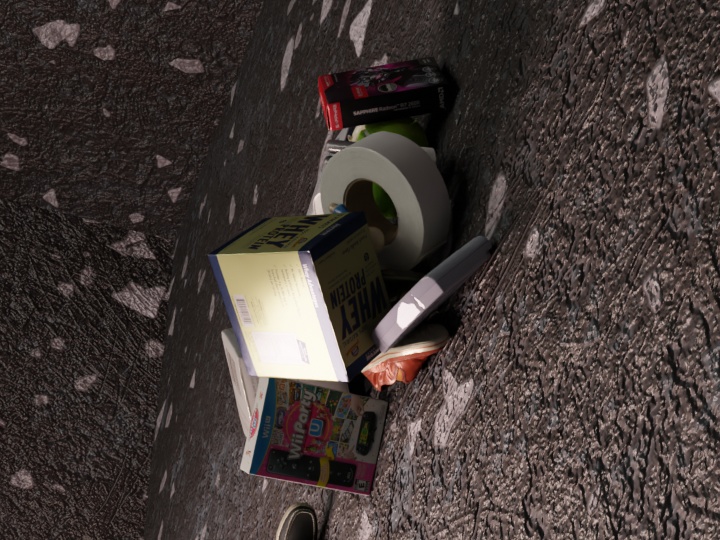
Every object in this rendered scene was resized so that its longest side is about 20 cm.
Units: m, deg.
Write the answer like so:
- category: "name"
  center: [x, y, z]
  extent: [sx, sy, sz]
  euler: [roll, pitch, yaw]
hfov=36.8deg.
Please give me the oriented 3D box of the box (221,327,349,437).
- category: "box"
  center: [-0.120, 0.191, 1.802]
  extent: [0.199, 0.168, 0.204]
  euler: [-149, 45, -72]

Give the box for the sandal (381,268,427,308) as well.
- category: "sandal"
  center: [0.056, 0.052, 1.608]
  extent: [0.202, 0.078, 0.058]
  euler: [108, 165, -61]

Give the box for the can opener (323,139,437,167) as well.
- category: "can opener"
  center: [0.027, -0.171, 1.652]
  extent: [0.197, 0.066, 0.054]
  euler: [10, 90, 32]

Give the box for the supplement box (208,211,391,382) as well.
- category: "supplement box"
  center: [-0.079, 0.037, 1.548]
  extent: [0.197, 0.134, 0.203]
  euler: [-1, 114, 39]

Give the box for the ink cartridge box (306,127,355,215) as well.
- category: "ink cartridge box"
  center: [-0.060, -0.176, 2.141]
  extent: [0.200, 0.040, 0.202]
  euler: [129, 161, -55]

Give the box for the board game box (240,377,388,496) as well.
- category: "board game box"
  center: [-0.070, 0.251, 1.651]
  extent: [0.064, 0.197, 0.150]
  euler: [177, 106, -72]

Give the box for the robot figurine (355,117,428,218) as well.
- category: "robot figurine"
  center: [0.036, -0.166, 1.749]
  extent: [0.202, 0.114, 0.176]
  euler: [-64, 31, 16]

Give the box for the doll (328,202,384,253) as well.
- category: "doll"
  center: [-0.038, -0.029, 1.607]
  extent: [0.198, 0.048, 0.139]
  euler: [-12, 92, 43]

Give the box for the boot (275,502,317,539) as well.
- category: "boot"
  center: [-0.094, 0.501, 1.764]
  extent: [0.154, 0.072, 0.207]
  euler: [-144, 65, -68]

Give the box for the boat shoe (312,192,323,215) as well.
- category: "boat shoe"
  center: [-0.039, -0.047, 1.687]
  extent: [0.071, 0.068, 0.202]
  euler: [-49, 51, 36]

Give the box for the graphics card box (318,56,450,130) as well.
- category: "graphics card box"
  center: [0.036, -0.282, 1.720]
  extent: [0.126, 0.196, 0.052]
  euler: [-105, 7, -59]

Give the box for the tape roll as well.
- category: "tape roll"
  center: [0.036, -0.096, 1.590]
  extent: [0.070, 0.203, 0.203]
  euler: [-31, -18, -42]

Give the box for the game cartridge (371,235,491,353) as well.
- category: "game cartridge"
  center: [0.089, 0.037, 1.455]
  extent: [0.133, 0.041, 0.200]
  euler: [-40, -7, -36]

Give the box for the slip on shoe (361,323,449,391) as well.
- category: "slip on shoe"
  center: [0.069, 0.126, 1.551]
  extent: [0.074, 0.062, 0.199]
  euler: [-34, 0, -37]

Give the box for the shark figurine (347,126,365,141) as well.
- category: "shark figurine"
  center: [0.021, -0.225, 1.936]
  extent: [0.128, 0.089, 0.217]
  euler: [38, 128, 35]
